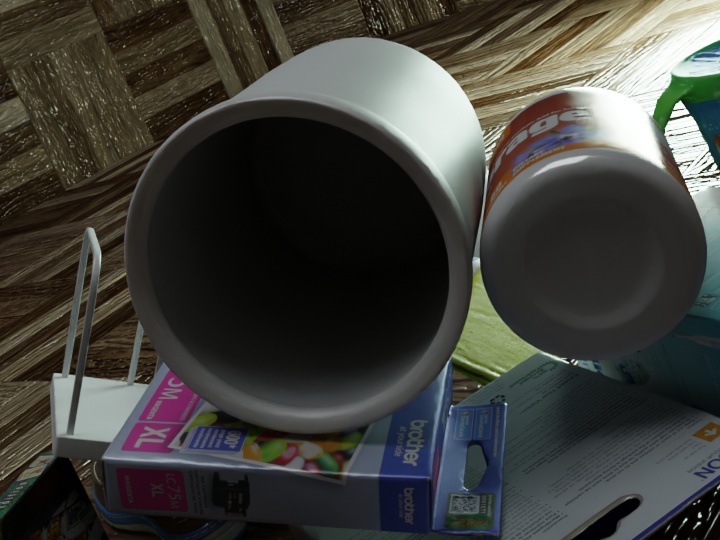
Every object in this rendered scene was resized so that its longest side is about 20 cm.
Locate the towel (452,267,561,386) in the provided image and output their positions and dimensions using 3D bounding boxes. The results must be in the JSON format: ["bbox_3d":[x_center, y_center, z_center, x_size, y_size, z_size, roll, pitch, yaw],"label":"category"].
[{"bbox_3d":[0.116,0.030,0.790,0.086,0.018,0.200,23,33,13],"label":"towel"}]

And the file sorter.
[{"bbox_3d":[-0.095,0.055,0.725,0.199,0.125,0.139,10,8,-18],"label":"file sorter"}]

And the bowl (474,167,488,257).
[{"bbox_3d":[0.086,-0.040,0.999,0.200,0.091,0.201,-22,17,7],"label":"bowl"}]

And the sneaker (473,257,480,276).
[{"bbox_3d":[0.000,0.000,0.887,0.200,0.081,0.147,-27,59,3],"label":"sneaker"}]

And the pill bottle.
[{"bbox_3d":[0.126,-0.040,0.614,0.112,0.112,0.200,-18,18,15],"label":"pill bottle"}]

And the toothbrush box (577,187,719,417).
[{"bbox_3d":[0.231,0.021,0.620,0.146,0.086,0.200,-31,19,-21],"label":"toothbrush box"}]

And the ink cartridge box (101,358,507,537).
[{"bbox_3d":[-0.022,0.086,0.577,0.199,0.042,0.119,4,26,9],"label":"ink cartridge box"}]

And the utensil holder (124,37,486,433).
[{"bbox_3d":[-0.016,-0.033,0.596,0.169,0.170,0.200,-18,17,16],"label":"utensil holder"}]

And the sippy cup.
[{"bbox_3d":[0.326,-0.117,0.844,0.177,0.131,0.140,-12,19,32],"label":"sippy cup"}]

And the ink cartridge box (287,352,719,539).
[{"bbox_3d":[0.084,0.125,0.572,0.196,0.043,0.200,-29,21,-20],"label":"ink cartridge box"}]

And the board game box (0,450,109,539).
[{"bbox_3d":[-0.203,0.199,0.611,0.023,0.105,0.200,-10,19,20],"label":"board game box"}]

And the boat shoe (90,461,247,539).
[{"bbox_3d":[-0.146,0.141,0.768,0.072,0.073,0.200,-33,19,-31],"label":"boat shoe"}]
